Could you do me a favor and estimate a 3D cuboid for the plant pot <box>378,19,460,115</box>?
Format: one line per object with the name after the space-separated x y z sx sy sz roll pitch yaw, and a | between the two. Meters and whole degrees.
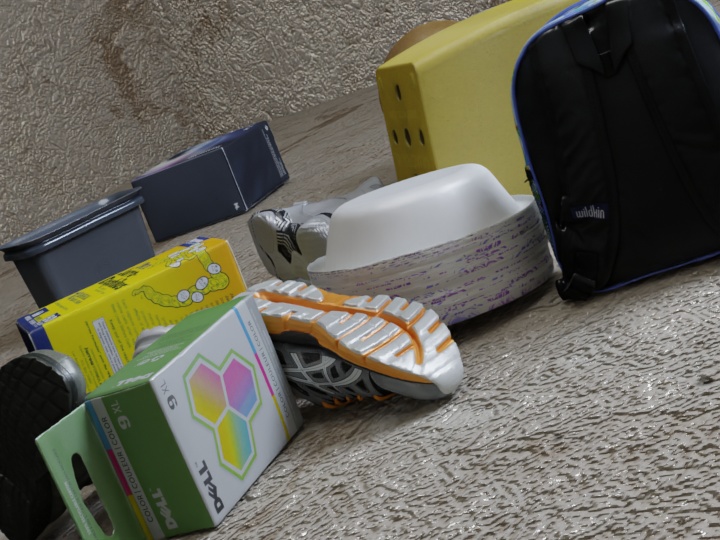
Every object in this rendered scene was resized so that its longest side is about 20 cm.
0.128 -0.225 1.717 0.184 0.188 0.200 -21 24 1 | plant pot

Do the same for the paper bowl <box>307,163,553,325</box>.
0.052 -0.021 1.043 0.198 0.106 0.201 -18 7 2 | paper bowl

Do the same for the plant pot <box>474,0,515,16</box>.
0.272 -0.216 1.362 0.194 0.199 0.199 -12 7 39 | plant pot

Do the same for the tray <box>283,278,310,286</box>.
0.000 0.000 1.282 0.107 0.022 0.199 -31 14 -31 | tray

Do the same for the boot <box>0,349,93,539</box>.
-0.196 0.099 0.889 0.130 0.068 0.201 -37 -20 -42 | boot

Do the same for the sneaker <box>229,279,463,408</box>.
-0.009 0.063 0.910 0.198 0.078 0.078 14 29 40 | sneaker

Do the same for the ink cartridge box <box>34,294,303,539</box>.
-0.116 0.104 0.831 0.059 0.105 0.200 -16 13 27 | ink cartridge box

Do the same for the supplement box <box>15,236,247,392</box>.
-0.204 0.058 1.182 0.198 0.111 0.109 -26 12 -19 | supplement box

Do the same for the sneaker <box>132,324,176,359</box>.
-0.100 0.088 1.022 0.197 0.075 0.083 -11 50 27 | sneaker

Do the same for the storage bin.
-0.379 -0.011 1.746 0.199 0.136 0.145 -29 14 -33 | storage bin

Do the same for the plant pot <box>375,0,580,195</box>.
0.123 -0.147 1.201 0.174 0.203 0.200 -14 10 -14 | plant pot

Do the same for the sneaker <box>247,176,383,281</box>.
-0.032 -0.042 1.300 0.114 0.076 0.199 -27 18 -26 | sneaker

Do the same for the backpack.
0.207 -0.109 0.946 0.181 0.203 0.147 -18 12 22 | backpack

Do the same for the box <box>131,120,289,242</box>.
-0.260 -0.159 2.219 0.197 0.125 0.198 -17 14 24 | box
